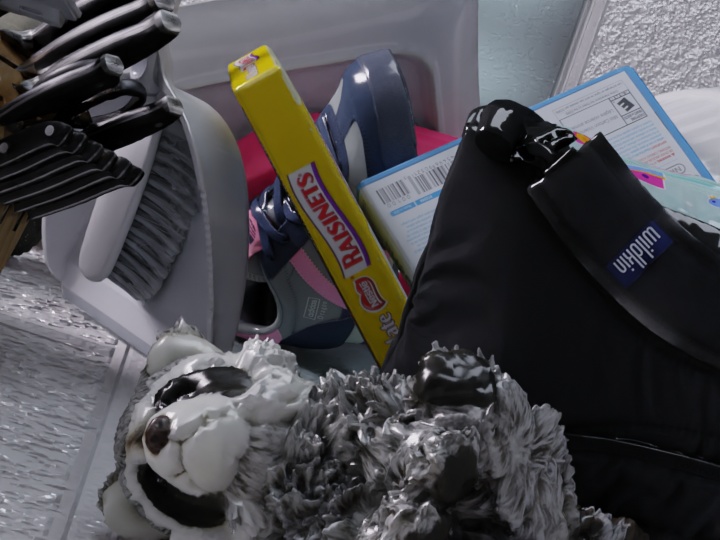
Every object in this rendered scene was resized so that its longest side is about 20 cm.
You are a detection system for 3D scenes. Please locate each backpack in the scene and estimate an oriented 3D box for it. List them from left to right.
[{"bbox_3d":[0.116,0.032,0.693,0.200,0.167,0.127,19,21,5],"label":"backpack"}]

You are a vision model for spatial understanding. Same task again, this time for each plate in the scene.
[{"bbox_3d":[-0.032,-0.070,0.975,0.200,0.032,0.200,-10,-34,-1],"label":"plate"}]

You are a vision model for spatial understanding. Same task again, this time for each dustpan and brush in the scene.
[{"bbox_3d":[-0.091,-0.061,0.823,0.057,0.200,0.140,8,15,-44],"label":"dustpan and brush"}]

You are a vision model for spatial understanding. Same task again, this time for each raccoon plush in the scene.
[{"bbox_3d":[0.003,0.091,0.621,0.134,0.097,0.200,9,-30,38],"label":"raccoon plush"}]

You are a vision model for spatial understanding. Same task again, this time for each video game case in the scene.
[{"bbox_3d":[0.107,0.015,0.801,0.143,0.018,0.200,-24,64,-15],"label":"video game case"}]

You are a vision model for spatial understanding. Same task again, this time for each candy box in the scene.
[{"bbox_3d":[0.000,0.000,0.805,0.200,0.026,0.102,62,3,-13],"label":"candy box"}]

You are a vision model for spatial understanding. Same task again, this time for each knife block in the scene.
[{"bbox_3d":[-0.175,-0.075,0.793,0.200,0.176,0.064,24,-5,32],"label":"knife block"}]

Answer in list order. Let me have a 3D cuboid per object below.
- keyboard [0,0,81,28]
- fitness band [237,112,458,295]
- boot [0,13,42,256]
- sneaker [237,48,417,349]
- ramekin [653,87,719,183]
[{"bbox_3d":[-0.203,-0.130,0.702,0.200,0.011,0.056,17,-10,-1],"label":"keyboard"},{"bbox_3d":[0.003,-0.023,0.999,0.200,0.144,0.037,12,48,-32],"label":"fitness band"},{"bbox_3d":[-0.201,-0.111,0.929,0.131,0.200,0.068,18,-8,-37],"label":"boot"},{"bbox_3d":[-0.023,-0.025,0.897,0.082,0.200,0.070,-4,52,-14],"label":"sneaker"},{"bbox_3d":[0.145,0.015,0.916,0.094,0.203,0.202,-9,26,-43],"label":"ramekin"}]
